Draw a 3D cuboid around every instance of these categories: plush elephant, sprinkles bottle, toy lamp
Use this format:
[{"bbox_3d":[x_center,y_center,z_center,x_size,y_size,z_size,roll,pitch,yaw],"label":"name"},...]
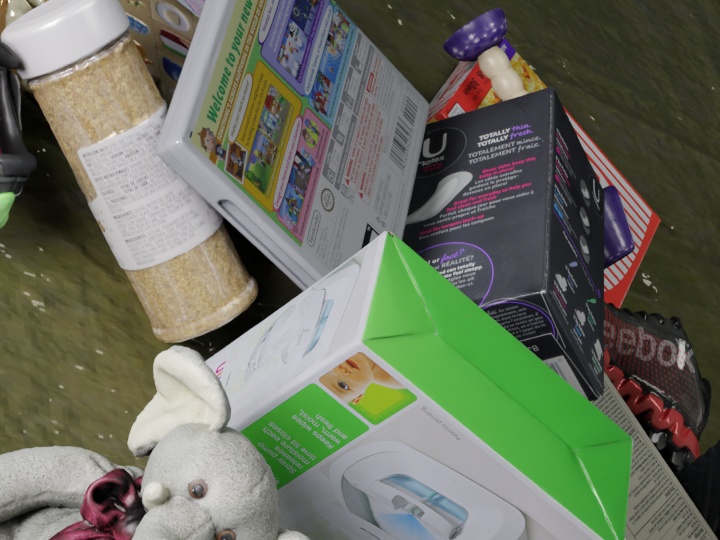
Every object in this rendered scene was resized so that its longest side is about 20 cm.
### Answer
[{"bbox_3d":[-0.103,0.134,0.961,0.165,0.155,0.200,52,35,-5],"label":"plush elephant"},{"bbox_3d":[-0.127,-0.059,1.125,0.200,0.068,0.068,64,31,-18],"label":"sprinkles bottle"},{"bbox_3d":[0.131,-0.091,1.446,0.058,0.058,0.200,-21,76,-55],"label":"toy lamp"}]

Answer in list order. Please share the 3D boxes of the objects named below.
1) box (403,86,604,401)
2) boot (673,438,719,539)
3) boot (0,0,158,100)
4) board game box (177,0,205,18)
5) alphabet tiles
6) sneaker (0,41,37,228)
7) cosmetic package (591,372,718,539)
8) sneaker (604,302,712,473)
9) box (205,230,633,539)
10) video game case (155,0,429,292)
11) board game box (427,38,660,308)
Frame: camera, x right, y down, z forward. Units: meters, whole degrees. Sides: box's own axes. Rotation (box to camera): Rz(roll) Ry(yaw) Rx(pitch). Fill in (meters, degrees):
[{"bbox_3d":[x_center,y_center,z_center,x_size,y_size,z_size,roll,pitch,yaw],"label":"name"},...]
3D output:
[{"bbox_3d":[0.088,-0.007,1.318,0.200,0.122,0.106,-82,149,-45],"label":"box"},{"bbox_3d":[0.305,0.158,1.411,0.162,0.198,0.073,8,58,-39],"label":"boot"},{"bbox_3d":[-0.115,-0.090,1.225,0.200,0.066,0.175,13,40,-46],"label":"boot"},{"bbox_3d":[-0.101,-0.283,1.232,0.199,0.041,0.200,37,74,-22],"label":"board game box"},{"bbox_3d":[-0.089,-0.132,1.242,0.166,0.006,0.200,26,29,-29],"label":"alphabet tiles"},{"bbox_3d":[-0.224,-0.118,1.090,0.077,0.084,0.200,-12,71,-51],"label":"sneaker"},{"bbox_3d":[0.169,0.172,1.334,0.200,0.071,0.105,57,35,3],"label":"cosmetic package"},{"bbox_3d":[0.180,0.057,1.431,0.200,0.071,0.098,45,58,-17],"label":"sneaker"},{"bbox_3d":[0.020,0.104,1.118,0.200,0.176,0.097,41,36,-21],"label":"box"},{"bbox_3d":[-0.033,-0.085,1.188,0.182,0.022,0.200,44,41,-31],"label":"video game case"},{"bbox_3d":[0.132,-0.065,1.514,0.200,0.046,0.152,48,35,-10],"label":"board game box"}]
